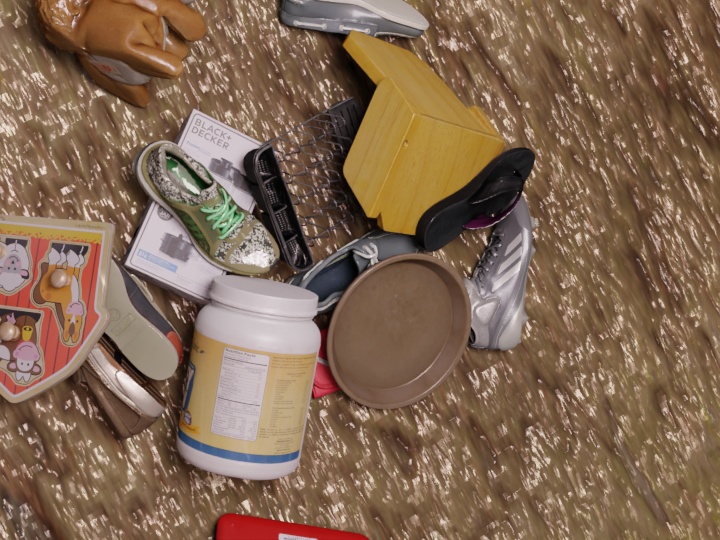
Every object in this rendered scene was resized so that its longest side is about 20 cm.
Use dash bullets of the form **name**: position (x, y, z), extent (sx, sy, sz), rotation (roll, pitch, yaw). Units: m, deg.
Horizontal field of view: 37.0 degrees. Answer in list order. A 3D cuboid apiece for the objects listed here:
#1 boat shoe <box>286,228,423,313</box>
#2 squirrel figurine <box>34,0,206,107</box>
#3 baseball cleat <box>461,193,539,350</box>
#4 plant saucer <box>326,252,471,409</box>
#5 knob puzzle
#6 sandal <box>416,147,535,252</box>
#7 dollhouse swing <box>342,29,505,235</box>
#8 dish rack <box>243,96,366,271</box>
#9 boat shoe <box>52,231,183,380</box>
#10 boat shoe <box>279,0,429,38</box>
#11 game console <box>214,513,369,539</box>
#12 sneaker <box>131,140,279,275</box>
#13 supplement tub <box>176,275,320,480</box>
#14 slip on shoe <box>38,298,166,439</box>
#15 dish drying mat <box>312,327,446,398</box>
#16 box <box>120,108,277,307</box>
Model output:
- **boat shoe**: position (0.000, 0.000, 1.315), extent (0.198, 0.062, 0.074), rotation (-25, 93, -18)
- **squirrel figurine**: position (-0.268, -0.319, 1.230), extent (0.198, 0.141, 0.189), rotation (26, 71, -17)
- **baseball cleat**: position (0.169, -0.001, 1.374), extent (0.105, 0.070, 0.204), rotation (5, 83, -18)
- **plant saucer**: position (0.045, 0.072, 1.310), extent (0.197, 0.029, 0.203), rotation (-10, 113, -23)
- **knob puzzle**: position (-0.362, 0.041, 1.163), extent (0.216, 0.030, 0.224), rotation (-2, 82, 16)
- **sandal**: position (0.153, -0.080, 1.325), extent (0.200, 0.076, 0.048), rotation (-37, 52, -24)
- **dollhouse swing**: position (0.045, -0.165, 1.320), extent (0.199, 0.175, 0.184), rotation (4, 116, -52)
- **dish rack**: position (-0.042, -0.111, 1.288), extent (0.199, 0.054, 0.155), rotation (-33, 117, -30)
- **boat shoe**: position (-0.272, 0.035, 1.223), extent (0.071, 0.063, 0.201), rotation (-36, 103, 12)
- **boat shoe**: position (-0.009, -0.322, 1.362), extent (0.197, 0.073, 0.062), rotation (9, 125, -24)
- **game console**: position (-0.094, 0.402, 1.279), extent (0.197, 0.119, 0.174), rotation (13, 50, -17)
- **sneaker**: position (-0.168, -0.068, 1.197), extent (0.199, 0.088, 0.077), rotation (41, 75, -11)
- **supplement tub**: position (-0.123, 0.117, 1.210), extent (0.142, 0.145, 0.203), rotation (9, 96, -17)
- **slip on shoe**: position (-0.305, 0.103, 1.215), extent (0.060, 0.076, 0.200), rotation (-41, 103, 0)
- **dish drying mat**: position (0.018, 0.088, 1.344), extent (0.198, 0.018, 0.078), rotation (-22, 91, -18)
- **box**: position (-0.191, -0.073, 1.269), extent (0.115, 0.060, 0.202), rotation (26, 77, -14)
